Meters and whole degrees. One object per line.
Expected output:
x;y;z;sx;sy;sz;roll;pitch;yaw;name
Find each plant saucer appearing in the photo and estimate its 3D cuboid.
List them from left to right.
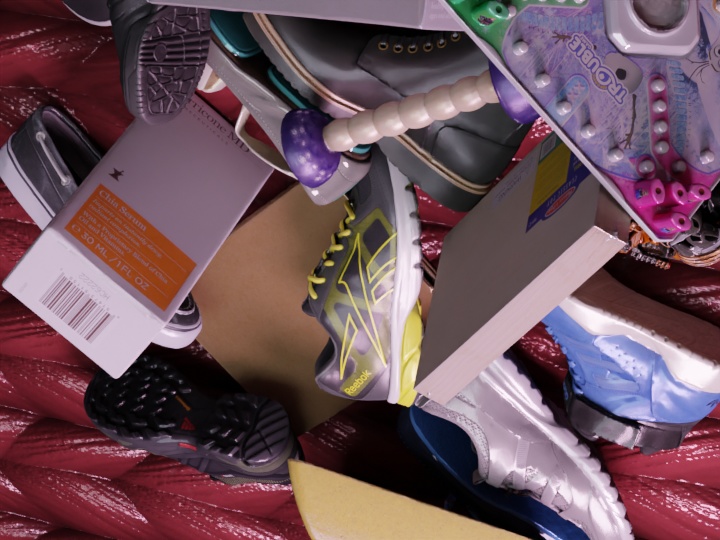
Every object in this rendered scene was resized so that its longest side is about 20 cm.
0.046;0.209;1.441;0.198;0.049;0.200;17;166;14;plant saucer

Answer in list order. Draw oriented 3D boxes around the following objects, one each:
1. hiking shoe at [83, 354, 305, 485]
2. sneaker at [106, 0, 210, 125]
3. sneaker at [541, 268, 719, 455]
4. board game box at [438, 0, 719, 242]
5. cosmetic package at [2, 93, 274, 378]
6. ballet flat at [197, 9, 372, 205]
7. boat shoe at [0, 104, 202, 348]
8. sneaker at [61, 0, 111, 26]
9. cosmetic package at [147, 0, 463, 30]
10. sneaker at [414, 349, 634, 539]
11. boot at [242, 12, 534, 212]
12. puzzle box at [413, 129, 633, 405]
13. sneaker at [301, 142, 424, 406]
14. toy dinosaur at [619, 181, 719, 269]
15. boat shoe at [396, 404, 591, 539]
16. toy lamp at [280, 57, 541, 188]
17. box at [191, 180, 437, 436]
-0.128;0.130;1.513;0.199;0.076;0.101;16;153;33;hiking shoe
-0.145;-0.202;1.243;0.104;0.060;0.202;24;115;41;sneaker
0.150;0.055;1.340;0.199;0.077;0.112;27;121;-6;sneaker
0.169;-0.155;1.109;0.200;0.200;0.026;46;159;-14;board game box
-0.146;-0.033;1.324;0.101;0.201;0.071;39;129;-8;cosmetic package
-0.075;-0.125;1.289;0.200;0.067;0.064;48;119;6;ballet flat
-0.177;-0.035;1.419;0.200;0.073;0.068;51;122;6;boat shoe
-0.217;-0.240;1.282;0.071;0.083;0.201;-10;120;29;sneaker
-0.017;-0.190;1.151;0.199;0.106;0.091;14;103;33;cosmetic package
0.118;0.132;1.397;0.082;0.075;0.200;-40;101;7;sneaker
0.038;-0.150;1.256;0.199;0.078;0.138;36;120;-11;boot
0.103;-0.018;1.197;0.025;0.134;0.200;28;138;-16;puzzle box
0.000;0.000;1.331;0.084;0.075;0.202;-4;104;-2;sneaker
0.208;-0.049;1.248;0.198;0.103;0.136;-16;141;16;toy dinosaur
0.099;0.170;1.444;0.200;0.084;0.069;42;138;-8;boat shoe
0.045;-0.100;1.179;0.199;0.058;0.058;-18;116;29;toy lamp
-0.037;0.025;1.435;0.164;0.021;0.199;47;129;-13;box
